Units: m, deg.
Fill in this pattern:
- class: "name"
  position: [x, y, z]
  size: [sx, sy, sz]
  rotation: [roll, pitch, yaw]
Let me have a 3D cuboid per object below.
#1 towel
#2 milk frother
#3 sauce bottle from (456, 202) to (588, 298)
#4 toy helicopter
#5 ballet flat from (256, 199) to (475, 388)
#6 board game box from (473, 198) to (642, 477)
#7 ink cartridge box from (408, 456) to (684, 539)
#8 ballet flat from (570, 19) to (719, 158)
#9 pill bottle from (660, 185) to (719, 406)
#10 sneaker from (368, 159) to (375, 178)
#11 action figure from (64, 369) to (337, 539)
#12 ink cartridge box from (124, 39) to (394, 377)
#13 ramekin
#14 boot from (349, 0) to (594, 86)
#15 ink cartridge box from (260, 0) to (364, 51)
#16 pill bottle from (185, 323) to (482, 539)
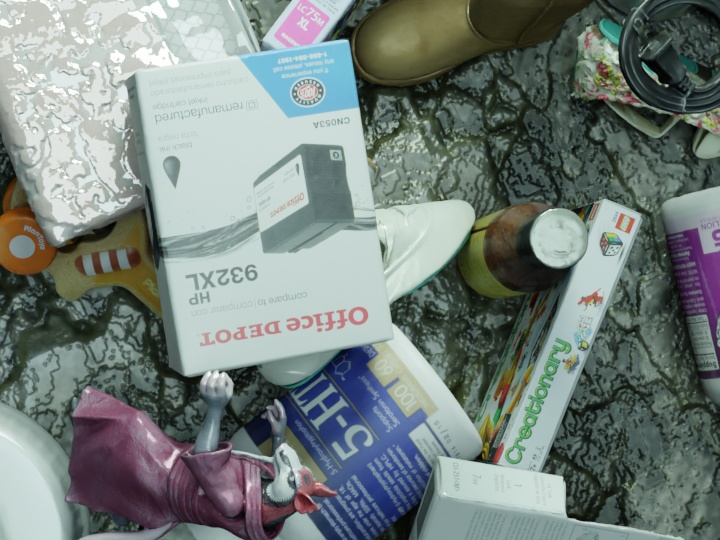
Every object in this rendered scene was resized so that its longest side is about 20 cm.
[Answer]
- class: "towel"
  position: [-0.165, -0.143, 1.370]
  size: [0.190, 0.032, 0.201]
  rotation: [-24, 87, -9]
- class: "milk frother"
  position: [0.223, -0.207, 1.428]
  size: [0.199, 0.188, 0.181]
  rotation: [-33, 91, -12]
- class: "sauce bottle"
  position: [0.114, -0.014, 1.402]
  size: [0.066, 0.200, 0.066]
  rotation: [0, 89, -8]
- class: "toy helicopter"
  position: [-0.157, -0.015, 1.422]
  size: [0.132, 0.079, 0.200]
  rotation: [-39, 111, 16]
- class: "ballet flat"
  position: [0.000, 0.000, 1.412]
  size: [0.200, 0.069, 0.070]
  rotation: [-41, 93, -17]
- class: "board game box"
  position: [0.136, 0.050, 1.439]
  size: [0.034, 0.126, 0.201]
  rotation: [23, 84, -6]
- class: "ink cartridge box"
  position: [0.114, 0.226, 1.408]
  size: [0.172, 0.044, 0.201]
  rotation: [10, 128, -8]
- class: "ballet flat"
  position: [0.247, -0.123, 1.503]
  size: [0.199, 0.076, 0.064]
  rotation: [25, 115, -2]
- class: "pill bottle"
  position: [0.295, 0.034, 1.469]
  size: [0.112, 0.112, 0.201]
  rotation: [-14, 89, -8]
- class: "sneaker"
  position: [-0.098, -0.073, 1.434]
  size: [0.199, 0.070, 0.109]
  rotation: [27, 82, -9]
- class: "action figure"
  position: [-0.109, 0.141, 1.299]
  size: [0.199, 0.134, 0.150]
  rotation: [11, 79, 35]
- class: "ink cartridge box"
  position: [-0.067, -0.041, 1.323]
  size: [0.144, 0.084, 0.201]
  rotation: [-9, 94, -10]
- class: "ramekin"
  position: [-0.287, 0.186, 1.387]
  size: [0.199, 0.098, 0.202]
  rotation: [0, 87, -8]
- class: "boot"
  position: [0.086, -0.189, 1.407]
  size: [0.174, 0.200, 0.067]
  rotation: [-18, 89, -8]
- class: "ink cartridge box"
  position: [-0.002, -0.220, 1.438]
  size: [0.042, 0.119, 0.200]
  rotation: [34, 83, -2]
- class: "pill bottle"
  position: [-0.025, 0.140, 1.413]
  size: [0.200, 0.120, 0.120]
  rotation: [-38, 92, -5]
